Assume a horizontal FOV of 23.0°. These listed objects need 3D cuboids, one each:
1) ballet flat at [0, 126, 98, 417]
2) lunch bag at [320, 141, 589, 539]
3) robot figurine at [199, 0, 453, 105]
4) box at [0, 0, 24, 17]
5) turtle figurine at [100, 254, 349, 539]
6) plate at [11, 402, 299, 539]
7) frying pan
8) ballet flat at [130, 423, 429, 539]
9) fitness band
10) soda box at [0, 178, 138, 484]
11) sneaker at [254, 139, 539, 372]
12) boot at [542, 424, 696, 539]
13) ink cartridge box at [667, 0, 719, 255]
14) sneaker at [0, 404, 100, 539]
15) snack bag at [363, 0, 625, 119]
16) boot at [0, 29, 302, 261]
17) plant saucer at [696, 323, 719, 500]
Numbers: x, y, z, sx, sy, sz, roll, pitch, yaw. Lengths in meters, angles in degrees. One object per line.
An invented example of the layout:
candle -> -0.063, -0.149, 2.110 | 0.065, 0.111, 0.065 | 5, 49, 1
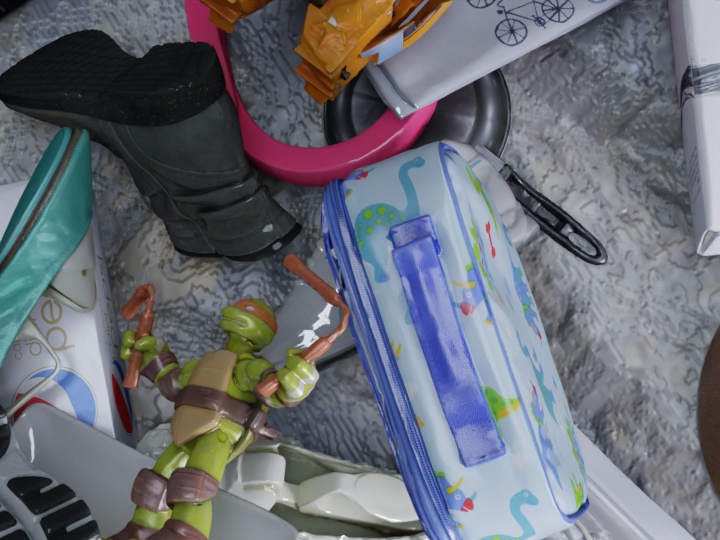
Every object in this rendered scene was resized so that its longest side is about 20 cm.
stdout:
ballet flat -> -0.185, 0.020, 0.970 | 0.070, 0.067, 0.201 | 33, 87, -16
lunch bag -> 0.048, 0.040, 0.885 | 0.082, 0.161, 0.202 | -20, 84, 9
robot figurine -> 0.009, -0.193, 0.969 | 0.145, 0.058, 0.200 | 38, 69, 13
box -> -0.293, -0.230, 1.037 | 0.196, 0.124, 0.201 | -34, 81, 1
turtle figurine -> -0.082, 0.076, 0.894 | 0.064, 0.199, 0.163 | 38, 67, -35
plate -> -0.150, 0.187, 0.910 | 0.198, 0.032, 0.201 | 20, 69, 32
frying pan -> 0.051, -0.062, 1.038 | 0.114, 0.031, 0.191 | -30, 78, 1
ballet flat -> -0.033, 0.119, 0.975 | 0.198, 0.072, 0.073 | 13, 83, -12
fitness band -> -0.028, -0.145, 1.033 | 0.142, 0.037, 0.202 | -13, 69, 2
soda box -> -0.175, 0.050, 1.022 | 0.067, 0.064, 0.203 | -12, 82, 3
sneaker -> 0.000, 0.000, 1.009 | 0.199, 0.070, 0.081 | -32, 86, -1
boot -> 0.096, 0.136, 0.983 | 0.200, 0.074, 0.096 | 41, 81, 7
ink cartridge box -> 0.252, -0.116, 0.996 | 0.143, 0.084, 0.203 | -5, 80, 4
sneaker -> -0.175, 0.145, 0.874 | 0.077, 0.091, 0.200 | -15, 38, -20
snack bag -> 0.049, -0.205, 1.021 | 0.187, 0.021, 0.201 | -28, 72, -16
boot -> -0.127, -0.064, 1.019 | 0.068, 0.199, 0.132 | -42, 125, -29
plant saucer -> 0.291, 0.080, 0.996 | 0.198, 0.034, 0.203 | -1, 82, 5
